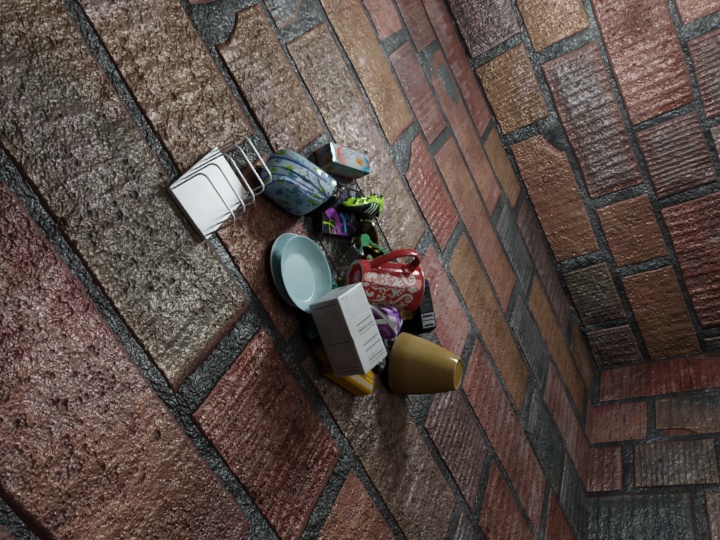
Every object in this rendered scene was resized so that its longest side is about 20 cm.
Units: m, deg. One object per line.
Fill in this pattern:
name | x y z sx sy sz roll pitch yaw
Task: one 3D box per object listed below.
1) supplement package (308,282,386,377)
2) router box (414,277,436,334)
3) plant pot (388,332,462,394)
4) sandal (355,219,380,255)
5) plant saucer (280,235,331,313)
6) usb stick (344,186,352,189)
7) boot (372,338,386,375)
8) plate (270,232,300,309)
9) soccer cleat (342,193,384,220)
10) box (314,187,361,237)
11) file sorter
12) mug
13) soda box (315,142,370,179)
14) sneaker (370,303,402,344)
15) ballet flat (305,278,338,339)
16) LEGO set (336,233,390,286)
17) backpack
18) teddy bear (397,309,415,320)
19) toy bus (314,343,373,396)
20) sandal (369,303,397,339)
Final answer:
supplement package | -0.031 0.154 1.469 0.109 0.111 0.206 -30 103 -49
router box | 0.208 0.123 1.919 0.200 0.050 0.163 83 -3 -80
plant pot | 0.209 0.301 1.756 0.185 0.194 0.194 -24 117 -60
sandal | 0.036 -0.093 1.786 0.055 0.078 0.203 -64 152 -31
plant saucer | -0.150 0.014 1.494 0.199 0.038 0.208 29 54 -48
usb stick | -0.080 -0.236 1.754 0.197 0.032 0.058 3 82 -56
boot | -0.012 0.185 1.652 0.199 0.066 0.166 40 20 -20
plate | -0.175 0.003 1.518 0.198 0.025 0.207 28 55 -48
soccer cleat | 0.011 -0.186 1.750 0.198 0.066 0.084 -16 119 -54
box | -0.064 -0.178 1.720 0.198 0.035 0.149 2 90 -57
file sorter | -0.311 -0.197 1.314 0.141 0.122 0.202 57 36 -23
mug | 0.071 0.015 1.623 0.194 0.133 0.184 8 99 -27
soda box | -0.053 -0.342 1.803 0.197 0.067 0.066 3 73 -54
sneaker | 0.072 0.141 1.738 0.090 0.079 0.201 -54 141 -11
ballet flat | -0.093 0.115 1.556 0.071 0.066 0.204 54 38 -37
LEGO set | 0.000 0.000 1.730 0.150 0.115 0.207 21 71 -28
backpack | -0.169 -0.229 1.517 0.201 0.161 0.156 48 55 -23
teddy bear | 0.117 0.069 1.895 0.205 0.065 0.145 64 17 -13
toy bus | -0.044 0.268 1.564 0.199 0.064 0.080 41 47 -40
sandal | 0.034 0.148 1.617 0.200 0.082 0.051 35 42 -29
